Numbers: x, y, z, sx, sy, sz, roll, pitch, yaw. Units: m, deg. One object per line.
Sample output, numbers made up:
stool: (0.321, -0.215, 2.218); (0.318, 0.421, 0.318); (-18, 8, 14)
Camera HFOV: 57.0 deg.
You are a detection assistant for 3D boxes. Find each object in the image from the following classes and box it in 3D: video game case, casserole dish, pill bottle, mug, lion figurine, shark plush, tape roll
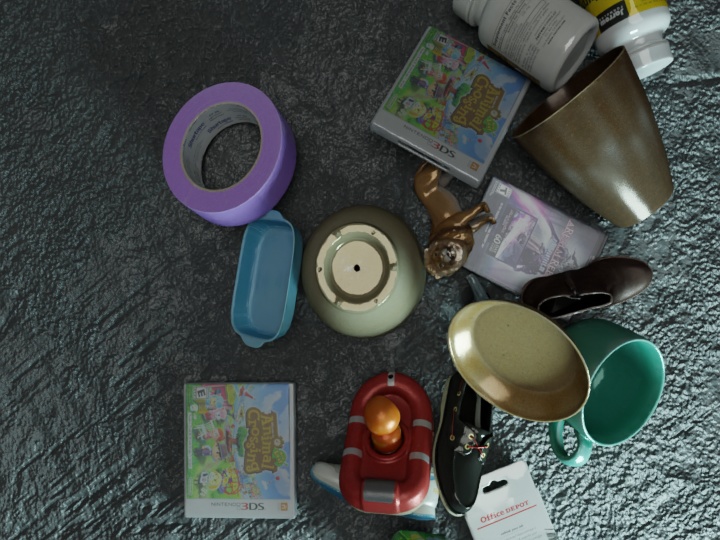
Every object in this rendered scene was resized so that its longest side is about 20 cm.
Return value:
video game case: (0.256, -0.033, 1.003); (0.196, 0.019, 0.146); (27, 90, 6)
casserole dish: (-0.138, 0.014, 1.004); (0.119, 0.038, 0.207); (7, 87, 40)
pill bottle: (0.234, -0.363, 0.964); (0.199, 0.114, 0.115); (42, 92, 17)
mug: (0.315, 0.156, 0.923); (0.182, 0.114, 0.155); (-33, 118, -12)
lion figurine: (0.124, -0.096, 0.994); (0.120, 0.072, 0.205); (-28, 63, 14)
video game case: (0.135, -0.246, 0.978); (0.178, 0.022, 0.203); (29, 69, 5)
shark plush: (0.212, 0.098, 0.968); (0.088, 0.083, 0.207); (-11, 87, 4)
video game case: (-0.186, 0.277, 1.026); (0.175, 0.022, 0.208); (-1, 87, 5)
pill bottle: (0.380, -0.383, 0.960); (0.108, 0.111, 0.206); (-18, 86, 4)
tape roll: (-0.197, -0.175, 1.001); (0.193, 0.066, 0.207); (-4, 75, 15)

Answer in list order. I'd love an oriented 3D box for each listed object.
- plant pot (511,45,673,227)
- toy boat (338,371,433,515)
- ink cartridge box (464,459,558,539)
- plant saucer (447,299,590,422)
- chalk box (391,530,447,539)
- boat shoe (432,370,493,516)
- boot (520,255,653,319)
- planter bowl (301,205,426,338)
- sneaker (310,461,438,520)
plant pot: (0.346, -0.170, 0.934); (0.186, 0.187, 0.201); (-40, 98, 2)
toy boat: (0.035, 0.224, 0.922); (0.126, 0.133, 0.203); (0, 43, 11)
ink cartridge box: (0.222, 0.383, 0.963); (0.113, 0.067, 0.206); (-21, 86, 4)
plant saucer: (0.208, 0.111, 0.868); (0.199, 0.202, 0.035); (39, 51, 6)
chalk box: (0.091, 0.451, 0.923); (0.198, 0.122, 0.127); (28, 91, 46)
boat shoe: (0.148, 0.235, 0.931); (0.072, 0.063, 0.207); (26, 56, -23)
boot: (0.320, 0.032, 0.899); (0.193, 0.166, 0.075); (-10, 96, 6)
planter bowl: (0.000, 0.000, 0.966); (0.193, 0.135, 0.208); (0, 88, 5)
sneaker: (0.022, 0.310, 0.988); (0.193, 0.077, 0.083); (10, 65, 9)
